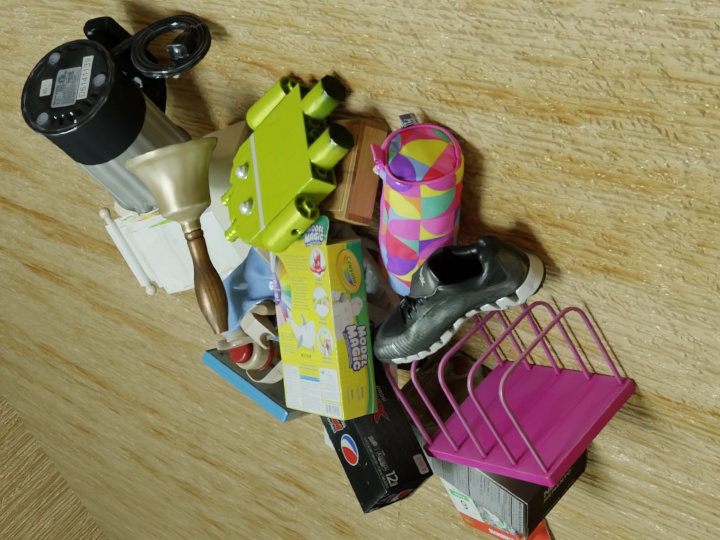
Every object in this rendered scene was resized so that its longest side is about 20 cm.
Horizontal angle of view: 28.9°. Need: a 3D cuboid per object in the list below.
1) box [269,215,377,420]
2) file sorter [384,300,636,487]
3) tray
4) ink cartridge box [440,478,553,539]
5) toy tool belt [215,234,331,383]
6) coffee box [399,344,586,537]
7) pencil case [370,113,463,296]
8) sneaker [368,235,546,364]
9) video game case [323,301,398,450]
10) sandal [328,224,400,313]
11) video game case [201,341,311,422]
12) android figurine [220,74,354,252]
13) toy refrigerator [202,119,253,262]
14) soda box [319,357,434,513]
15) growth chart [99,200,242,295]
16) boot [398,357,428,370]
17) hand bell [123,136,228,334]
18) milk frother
[{"bbox_3d":[-0.040,0.042,1.409,0.117,0.048,0.202,5,104,56],"label":"box"},{"bbox_3d":[0.140,0.107,1.393,0.199,0.139,0.126,4,132,56],"label":"file sorter"},{"bbox_3d":[-0.051,-0.101,1.431,0.037,0.100,0.199,13,176,-35],"label":"tray"},{"bbox_3d":[0.168,0.294,1.739,0.109,0.050,0.201,15,141,49],"label":"ink cartridge box"},{"bbox_3d":[-0.112,0.033,1.528,0.200,0.122,0.125,-52,56,27],"label":"toy tool belt"},{"bbox_3d":[0.139,0.185,1.546,0.199,0.114,0.080,32,151,27],"label":"coffee box"},{"bbox_3d":[0.055,-0.057,1.347,0.088,0.088,0.201,34,153,24],"label":"pencil case"},{"bbox_3d":[0.074,0.021,1.340,0.199,0.067,0.090,-30,133,28],"label":"sneaker"},{"bbox_3d":[-0.003,0.125,1.557,0.143,0.018,0.202,25,124,53],"label":"video game case"},{"bbox_3d":[0.004,-0.002,1.561,0.082,0.050,0.204,-33,87,52],"label":"sandal"},{"bbox_3d":[-0.087,0.130,1.765,0.143,0.199,0.018,33,113,26],"label":"video game case"},{"bbox_3d":[-0.080,-0.103,1.404,0.041,0.183,0.200,17,140,-34],"label":"android figurine"},{"bbox_3d":[-0.113,-0.064,1.593,0.069,0.076,0.201,-18,120,22],"label":"toy refrigerator"},{"bbox_3d":[-0.001,0.149,1.484,0.201,0.063,0.071,65,149,19],"label":"soda box"},{"bbox_3d":[-0.213,-0.035,1.676,0.198,0.018,0.146,-8,117,27],"label":"growth chart"},{"bbox_3d":[-0.007,0.111,1.684,0.199,0.097,0.075,11,137,52],"label":"boot"},{"bbox_3d":[-0.176,-0.030,1.480,0.104,0.103,0.202,-13,92,62],"label":"hand bell"},{"bbox_3d":[-0.231,-0.178,1.539,0.199,0.182,0.188,12,162,29],"label":"milk frother"}]
